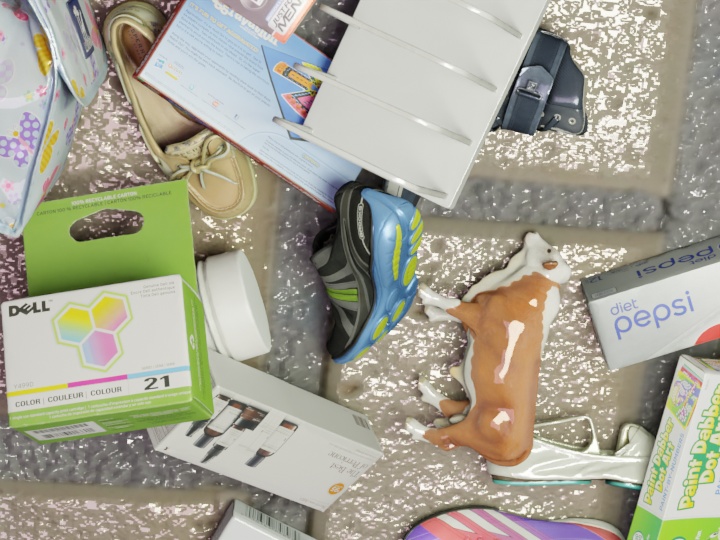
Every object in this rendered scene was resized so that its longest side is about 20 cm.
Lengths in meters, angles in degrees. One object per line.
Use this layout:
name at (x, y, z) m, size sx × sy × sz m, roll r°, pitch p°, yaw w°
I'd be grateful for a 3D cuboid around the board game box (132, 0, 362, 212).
board game box at (-0.074, -0.143, 1.623) m, size 0.200 × 0.019 × 0.103 m, roll 34°, pitch 82°, yaw -21°

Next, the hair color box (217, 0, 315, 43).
hair color box at (-0.051, -0.249, 1.532) m, size 0.064 × 0.200 × 0.111 m, roll 33°, pitch 104°, yaw -10°

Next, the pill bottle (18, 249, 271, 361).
pill bottle at (-0.181, 0.053, 1.668) m, size 0.200 × 0.114 × 0.114 m, roll -16°, pitch 107°, yaw 4°

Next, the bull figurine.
bull figurine at (0.108, 0.064, 1.694) m, size 0.121 × 0.065 × 0.200 m, roll 7°, pitch 93°, yaw 12°

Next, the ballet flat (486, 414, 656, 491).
ballet flat at (0.209, 0.159, 1.739) m, size 0.200 × 0.069 × 0.069 m, roll 5°, pitch 107°, yaw -2°

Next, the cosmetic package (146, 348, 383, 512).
cosmetic package at (-0.079, 0.136, 1.674) m, size 0.200 × 0.051 × 0.083 m, roll 26°, pitch 119°, yaw -42°

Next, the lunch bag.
lunch bag at (-0.268, -0.147, 1.575) m, size 0.127 × 0.170 × 0.200 m, roll 17°, pitch 105°, yaw -3°

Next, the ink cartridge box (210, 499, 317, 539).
ink cartridge box at (-0.072, 0.330, 1.793) m, size 0.200 × 0.041 × 0.200 m, roll 28°, pitch 105°, yaw -9°

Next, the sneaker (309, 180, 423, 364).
sneaker at (0.000, 0.000, 1.657) m, size 0.083 × 0.071 × 0.200 m, roll 35°, pitch 144°, yaw 21°

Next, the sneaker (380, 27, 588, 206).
sneaker at (0.104, -0.109, 1.642) m, size 0.146 × 0.077 × 0.202 m, roll 21°, pitch 105°, yaw -4°

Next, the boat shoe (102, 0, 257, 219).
boat shoe at (-0.151, -0.123, 1.641) m, size 0.073 × 0.063 × 0.200 m, roll -31°, pitch 106°, yaw 7°

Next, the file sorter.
file sorter at (0.037, -0.168, 1.542) m, size 0.139 × 0.125 × 0.200 m, roll 27°, pitch 97°, yaw 16°

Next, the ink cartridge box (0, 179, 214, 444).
ink cartridge box at (-0.203, 0.024, 1.579) m, size 0.148 × 0.076 × 0.200 m, roll -9°, pitch 74°, yaw 6°

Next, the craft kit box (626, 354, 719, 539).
craft kit box at (0.333, 0.174, 1.713) m, size 0.197 × 0.049 × 0.200 m, roll 5°, pitch 108°, yaw -25°

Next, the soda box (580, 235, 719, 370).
soda box at (0.291, 0.017, 1.691) m, size 0.200 × 0.063 × 0.068 m, roll -17°, pitch 107°, yaw 4°

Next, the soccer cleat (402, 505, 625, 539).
soccer cleat at (0.136, 0.249, 1.755) m, size 0.200 × 0.073 × 0.068 m, roll 3°, pitch 107°, yaw -2°
